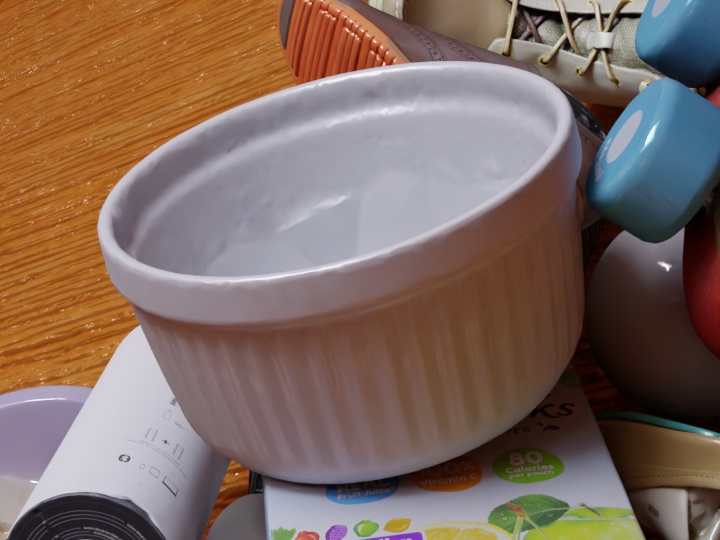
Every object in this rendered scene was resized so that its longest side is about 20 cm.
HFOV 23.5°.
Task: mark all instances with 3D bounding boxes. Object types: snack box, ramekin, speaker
[{"bbox_3d":[0.032,0.099,0.698,0.141,0.053,0.200,-6,25,-3],"label":"snack box"},{"bbox_3d":[0.000,0.000,0.717,0.199,0.106,0.201,-12,26,6],"label":"ramekin"},{"bbox_3d":[-0.105,0.094,0.832,0.081,0.081,0.200,-30,15,16],"label":"speaker"}]

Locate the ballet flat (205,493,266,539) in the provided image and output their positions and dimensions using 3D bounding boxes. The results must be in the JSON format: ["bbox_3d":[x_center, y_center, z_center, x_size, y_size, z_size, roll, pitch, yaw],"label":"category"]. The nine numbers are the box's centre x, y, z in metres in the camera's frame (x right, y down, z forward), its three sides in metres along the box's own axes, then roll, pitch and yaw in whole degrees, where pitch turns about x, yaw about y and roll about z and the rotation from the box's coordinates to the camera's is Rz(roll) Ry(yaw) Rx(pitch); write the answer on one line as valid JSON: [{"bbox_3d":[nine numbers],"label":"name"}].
[{"bbox_3d":[-0.060,0.191,0.735,0.067,0.046,0.201,-6,51,29],"label":"ballet flat"}]

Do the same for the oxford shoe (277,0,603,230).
[{"bbox_3d":[0.041,-0.080,0.838,0.200,0.072,0.073,41,49,22],"label":"oxford shoe"}]

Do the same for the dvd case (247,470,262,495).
[{"bbox_3d":[-0.041,0.013,0.940,0.016,0.150,0.200,8,24,-6],"label":"dvd case"}]

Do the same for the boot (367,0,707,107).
[{"bbox_3d":[0.118,-0.125,0.921,0.154,0.199,0.073,18,98,51],"label":"boot"}]

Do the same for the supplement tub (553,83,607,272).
[{"bbox_3d":[0.048,0.004,0.884,0.122,0.123,0.201,-6,45,42],"label":"supplement tub"}]

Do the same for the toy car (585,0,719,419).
[{"bbox_3d":[0.165,-0.007,0.776,0.200,0.184,0.178,-47,16,52],"label":"toy car"}]

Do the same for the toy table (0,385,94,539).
[{"bbox_3d":[-0.201,0.156,0.934,0.200,0.184,0.117,-43,14,13],"label":"toy table"}]

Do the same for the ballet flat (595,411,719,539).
[{"bbox_3d":[0.161,0.098,0.708,0.199,0.068,0.063,0,64,48],"label":"ballet flat"}]
